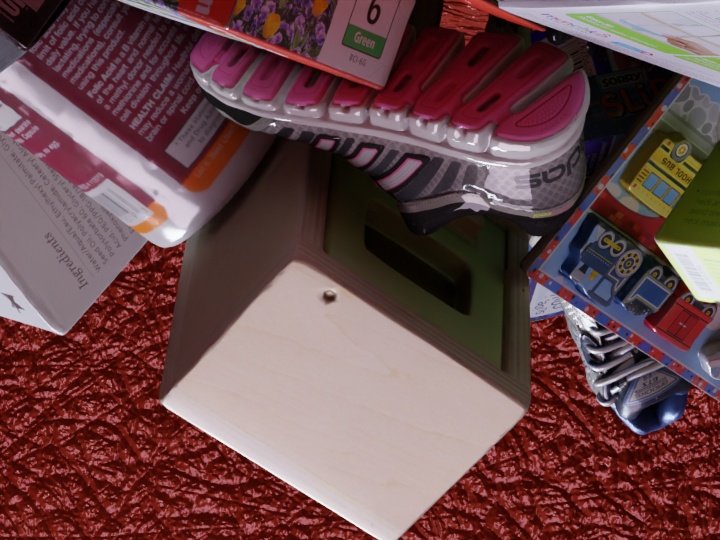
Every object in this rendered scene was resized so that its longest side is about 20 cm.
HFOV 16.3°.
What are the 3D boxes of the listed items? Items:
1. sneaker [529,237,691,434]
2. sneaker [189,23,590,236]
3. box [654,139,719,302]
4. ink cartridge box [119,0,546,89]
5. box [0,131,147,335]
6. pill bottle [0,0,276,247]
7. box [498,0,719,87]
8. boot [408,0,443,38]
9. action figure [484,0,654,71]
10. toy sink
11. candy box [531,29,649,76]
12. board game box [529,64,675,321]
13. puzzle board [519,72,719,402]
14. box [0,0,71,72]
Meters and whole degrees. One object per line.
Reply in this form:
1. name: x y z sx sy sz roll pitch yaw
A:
1. sneaker: 0.137 0.023 1.244 0.077 0.086 0.200 -18 155 7
2. sneaker: 0.014 -0.061 1.073 0.199 0.074 0.088 14 143 32
3. box: 0.229 -0.069 1.089 0.122 0.200 0.048 8 146 50
4. ink cartridge box: -0.038 -0.112 0.997 0.199 0.051 0.109 23 -176 36
5. box: -0.231 -0.089 1.396 0.198 0.131 0.200 13 146 47
6. pill bottle: -0.135 -0.112 1.163 0.200 0.114 0.114 38 167 -16
7. box: 0.185 -0.118 0.949 0.199 0.097 0.176 14 174 -40
8. boot: -0.047 -0.146 1.270 0.155 0.073 0.200 8 174 17
9. action figure: 0.049 -0.126 1.118 0.199 0.103 0.119 9 -166 -30
10. toy sink: 0.000 0.000 1.161 0.130 0.112 0.200 34 -151 -17
11. candy box: 0.117 -0.056 1.359 0.169 0.077 0.200 -26 157 32
12. board game box: 0.146 -0.042 1.260 0.135 0.035 0.200 -12 156 -11
13. puzzle board: 0.181 -0.019 1.188 0.200 0.151 0.017 31 -168 -44
14. box: -0.213 -0.150 0.995 0.200 0.048 0.158 38 164 -13
